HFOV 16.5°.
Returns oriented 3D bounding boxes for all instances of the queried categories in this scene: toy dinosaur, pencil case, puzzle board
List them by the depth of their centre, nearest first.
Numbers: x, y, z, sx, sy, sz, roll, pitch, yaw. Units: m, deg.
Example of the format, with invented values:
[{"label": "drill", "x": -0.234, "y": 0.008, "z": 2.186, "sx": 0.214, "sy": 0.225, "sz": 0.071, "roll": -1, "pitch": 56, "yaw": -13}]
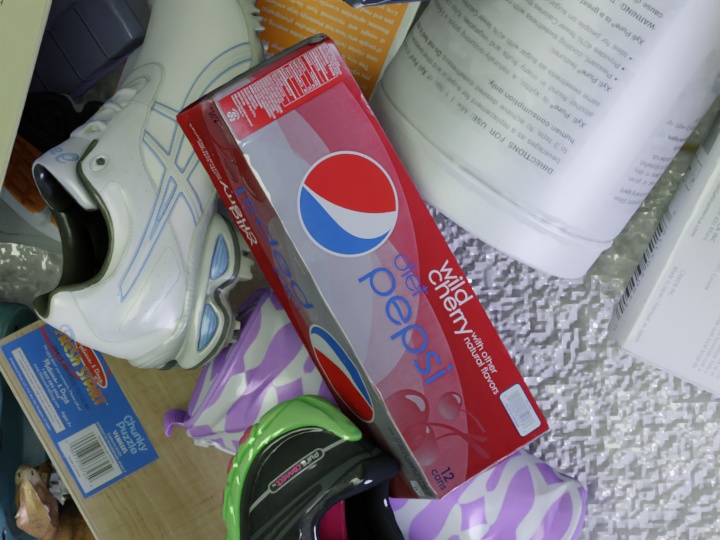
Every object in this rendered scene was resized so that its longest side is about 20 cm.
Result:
[{"label": "pencil case", "x": 0.008, "y": 0.088, "z": 1.158, "sx": 0.200, "sy": 0.084, "sz": 0.086, "roll": 31, "pitch": 96, "yaw": -5}, {"label": "puzzle board", "x": -0.070, "y": 0.092, "z": 1.182, "sx": 0.200, "sy": 0.151, "sz": 0.017, "roll": 60, "pitch": 145, "yaw": 2}, {"label": "toy dinosaur", "x": -0.107, "y": 0.135, "z": 1.218, "sx": 0.060, "sy": 0.200, "sz": 0.106, "roll": -45, "pitch": 43, "yaw": 22}]

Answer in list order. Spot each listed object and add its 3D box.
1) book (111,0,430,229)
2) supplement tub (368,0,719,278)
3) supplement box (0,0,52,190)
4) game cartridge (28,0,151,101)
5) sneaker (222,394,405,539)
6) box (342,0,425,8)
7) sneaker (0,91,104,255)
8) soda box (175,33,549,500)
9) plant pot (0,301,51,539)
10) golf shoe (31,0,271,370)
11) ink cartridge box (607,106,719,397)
[{"label": "book", "x": -0.037, "y": -0.121, "z": 1.185, "sx": 0.133, "sy": 0.048, "sz": 0.200, "roll": 26, "pitch": 103, "yaw": 15}, {"label": "supplement tub", "x": 0.104, "y": -0.112, "z": 1.100, "sx": 0.132, "sy": 0.132, "sz": 0.200, "roll": 38, "pitch": 105, "yaw": 8}, {"label": "supplement box", "x": -0.237, "y": -0.117, "z": 1.066, "sx": 0.200, "sy": 0.134, "sz": 0.200, "roll": 15, "pitch": 85, "yaw": -11}, {"label": "game cartridge", "x": -0.194, "y": -0.167, "z": 1.211, "sx": 0.130, "sy": 0.038, "sz": 0.200, "roll": -36, "pitch": 86, "yaw": 39}, {"label": "sneaker", "x": -0.020, "y": 0.156, "z": 1.098, "sx": 0.084, "sy": 0.077, "sz": 0.200, "roll": 23, "pitch": 124, "yaw": 37}, {"label": "box", "x": -0.017, "y": -0.210, "z": 1.034, "sx": 0.200, "sy": 0.106, "sz": 0.122, "roll": 37, "pitch": 121, "yaw": 31}, {"label": "sneaker", "x": -0.173, "y": -0.042, "z": 1.201, "sx": 0.200, "sy": 0.076, "sz": 0.092, "roll": 23, "pitch": 147, "yaw": 6}, {"label": "soda box", "x": 0.000, "y": 0.000, "z": 1.080, "sx": 0.063, "sy": 0.070, "sz": 0.200, "roll": -30, "pitch": 96, "yaw": -17}, {"label": "plant pot", "x": -0.253, "y": 0.080, "z": 1.205, "sx": 0.188, "sy": 0.200, "sz": 0.200, "roll": 1, "pitch": 98, "yaw": 5}, {"label": "golf shoe", "x": -0.098, "y": -0.057, "z": 1.119, "sx": 0.078, "sy": 0.097, "sz": 0.200, "roll": -23, "pitch": 60, "yaw": 55}, {"label": "ink cartridge box", "x": 0.237, "y": 0.003, "z": 1.133, "sx": 0.200, "sy": 0.050, "sz": 0.161, "roll": 25, "pitch": 104, "yaw": -7}]
